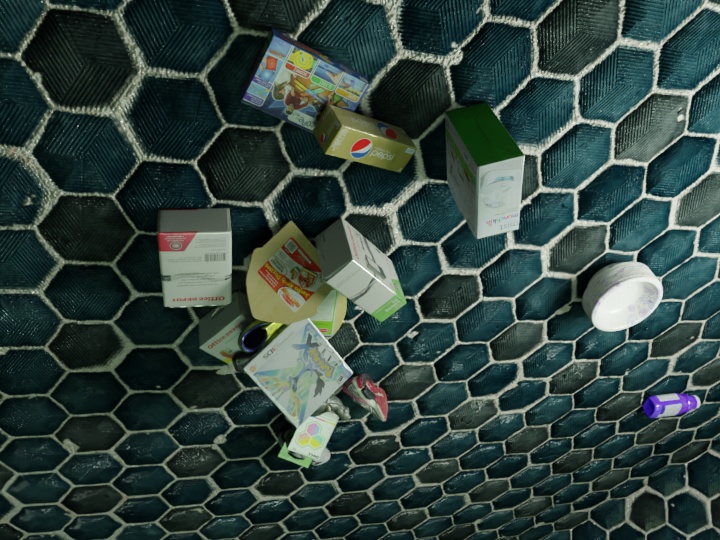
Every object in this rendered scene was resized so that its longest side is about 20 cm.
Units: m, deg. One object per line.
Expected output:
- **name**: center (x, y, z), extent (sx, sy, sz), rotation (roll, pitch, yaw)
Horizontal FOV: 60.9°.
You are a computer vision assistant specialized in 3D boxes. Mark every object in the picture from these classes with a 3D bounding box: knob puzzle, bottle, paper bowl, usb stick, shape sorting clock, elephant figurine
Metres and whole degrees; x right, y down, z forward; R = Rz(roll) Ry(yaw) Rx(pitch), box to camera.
- **knob puzzle**: center (-0.165, 0.026, 1.329), extent (0.217, 0.030, 0.223), rotation (-2, 94, -24)
- **bottle**: center (1.111, 0.477, 2.180), extent (0.197, 0.066, 0.084), rotation (-4, 134, -13)
- **paper bowl**: center (0.693, 0.060, 1.646), extent (0.198, 0.105, 0.202), rotation (-8, 134, -9)
- **usb stick**: center (-0.202, 0.203, 1.443), extent (0.197, 0.033, 0.056), rotation (-11, 137, 2)
- **shape sorting clock**: center (-0.127, 0.090, 1.446), extent (0.197, 0.039, 0.203), rotation (-6, 105, -22)
- **elephant figurine**: center (-0.134, 0.311, 1.505), extent (0.141, 0.154, 0.202), rotation (-40, 133, -35)

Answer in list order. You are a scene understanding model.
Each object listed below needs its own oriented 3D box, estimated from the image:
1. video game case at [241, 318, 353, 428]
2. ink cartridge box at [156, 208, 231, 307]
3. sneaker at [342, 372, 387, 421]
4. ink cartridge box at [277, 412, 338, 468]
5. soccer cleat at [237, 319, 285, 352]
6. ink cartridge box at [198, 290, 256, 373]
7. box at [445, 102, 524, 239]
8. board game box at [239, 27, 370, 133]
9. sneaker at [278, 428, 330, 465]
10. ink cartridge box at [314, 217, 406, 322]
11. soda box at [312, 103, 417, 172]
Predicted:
- **video game case**: center (-0.138, 0.225, 1.384), extent (0.182, 0.022, 0.201), rotation (-42, 112, -12)
- **ink cartridge box**: center (-0.344, -0.025, 1.283), extent (0.143, 0.085, 0.202), rotation (-2, 131, -14)
- **sneaker**: center (0.021, 0.365, 1.763), extent (0.074, 0.081, 0.201), rotation (-18, 128, 22)
- **ink cartridge box**: center (-0.149, 0.475, 1.749), extent (0.103, 0.059, 0.202), rotation (25, 96, -16)
- **soccer cleat**: center (-0.189, 0.110, 1.359), extent (0.200, 0.084, 0.065), rotation (-42, 101, -3)
- **ink cartridge box**: center (-0.271, 0.161, 1.476), extent (0.145, 0.084, 0.200), rotation (-37, 131, 17)
- **box**: center (0.238, -0.197, 1.211), extent (0.095, 0.201, 0.178), rotation (-13, 134, -3)
- **board game box**: center (-0.100, -0.327, 1.106), extent (0.198, 0.035, 0.136), rotation (19, 125, -29)
- **sneaker**: center (-0.143, 0.518, 1.850), extent (0.115, 0.076, 0.199), rotation (-39, 127, 24)
- **ink cartridge box**: center (0.000, 0.000, 1.362), extent (0.084, 0.147, 0.200), rotation (-36, 132, 18)
- **soda box**: center (0.010, -0.246, 1.156), extent (0.198, 0.068, 0.064), rotation (6, 133, -43)
